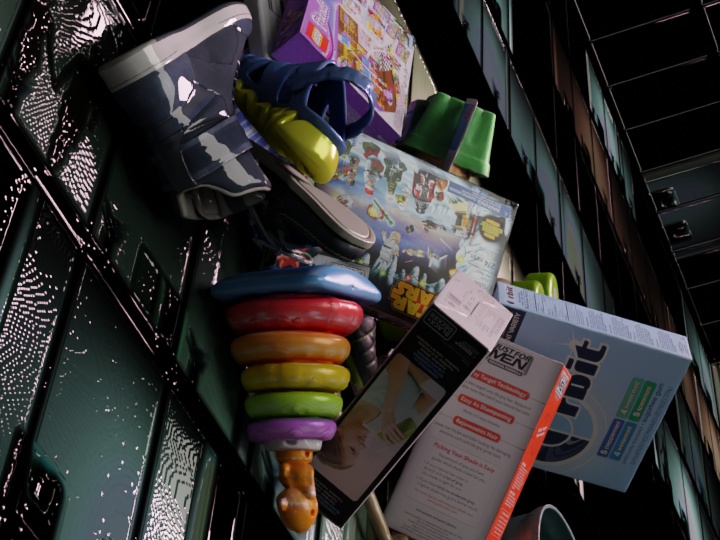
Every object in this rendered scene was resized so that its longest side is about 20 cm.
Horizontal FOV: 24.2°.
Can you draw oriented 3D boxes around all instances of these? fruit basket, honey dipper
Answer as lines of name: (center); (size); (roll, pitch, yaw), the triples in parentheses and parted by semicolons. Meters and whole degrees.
fruit basket: (0.057, -0.075, 1.638); (0.093, 0.201, 0.185); (28, 2, -5)
honey dipper: (0.005, 0.190, 1.476); (0.038, 0.038, 0.201); (-40, 110, -71)

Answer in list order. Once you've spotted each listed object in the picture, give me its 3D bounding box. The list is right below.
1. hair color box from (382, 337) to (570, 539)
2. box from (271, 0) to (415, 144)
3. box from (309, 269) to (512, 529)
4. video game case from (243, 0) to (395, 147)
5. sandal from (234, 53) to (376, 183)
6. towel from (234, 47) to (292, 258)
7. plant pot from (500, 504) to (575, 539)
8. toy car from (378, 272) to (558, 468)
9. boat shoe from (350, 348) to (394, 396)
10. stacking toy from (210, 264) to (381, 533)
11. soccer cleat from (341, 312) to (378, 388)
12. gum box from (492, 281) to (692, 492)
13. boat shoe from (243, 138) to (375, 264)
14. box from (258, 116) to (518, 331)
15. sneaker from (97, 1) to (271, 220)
hair color box: (0.106, 0.163, 1.536); (0.201, 0.101, 0.061); (-64, 160, -7)
box: (-0.012, -0.210, 1.577); (0.137, 0.039, 0.200); (45, 27, -21)
box: (0.033, 0.103, 1.363); (0.060, 0.200, 0.117); (39, 18, 2)
video game case: (-0.036, -0.174, 1.565); (0.182, 0.023, 0.201); (34, 33, -37)
sandal: (-0.046, -0.137, 1.358); (0.080, 0.087, 0.200); (49, -5, -35)
towel: (-0.081, -0.089, 1.474); (0.145, 0.024, 0.201); (-55, 127, -69)
plant pot: (0.140, 0.336, 1.597); (0.200, 0.133, 0.202); (-16, 90, -73)
toy car: (0.118, 0.109, 1.720); (0.158, 0.163, 0.201); (-19, 105, -73)
boat shoe: (0.037, 0.121, 1.577); (0.202, 0.060, 0.073); (58, 29, -68)
stacking toy: (-0.051, 0.101, 1.298); (0.116, 0.109, 0.201); (15, 71, -59)
soccer cleat: (0.000, 0.000, 1.459); (0.068, 0.081, 0.201); (163, -84, -83)
gum box: (0.197, 0.117, 1.642); (0.045, 0.199, 0.171); (-86, -165, -60)
boat shoe: (-0.057, -0.044, 1.301); (0.075, 0.062, 0.200); (33, 4, -40)
box: (0.027, -0.029, 1.424); (0.199, 0.040, 0.138); (22, 76, -21)
sneaker: (-0.113, -0.120, 1.288); (0.147, 0.077, 0.202); (60, 28, -10)
